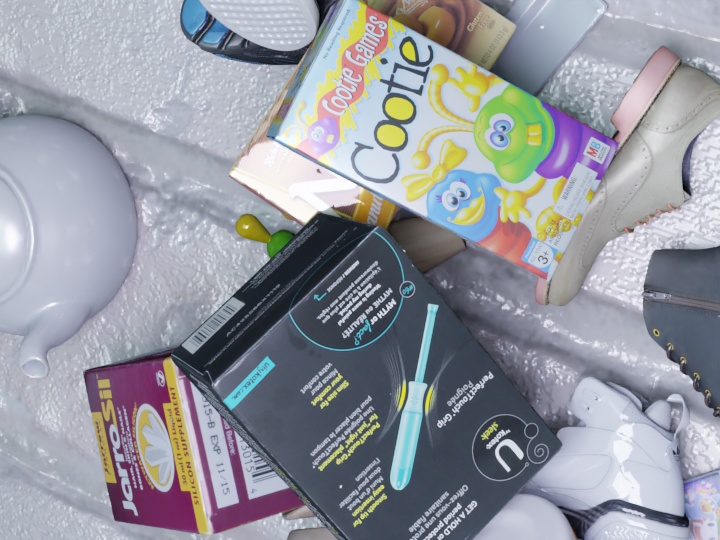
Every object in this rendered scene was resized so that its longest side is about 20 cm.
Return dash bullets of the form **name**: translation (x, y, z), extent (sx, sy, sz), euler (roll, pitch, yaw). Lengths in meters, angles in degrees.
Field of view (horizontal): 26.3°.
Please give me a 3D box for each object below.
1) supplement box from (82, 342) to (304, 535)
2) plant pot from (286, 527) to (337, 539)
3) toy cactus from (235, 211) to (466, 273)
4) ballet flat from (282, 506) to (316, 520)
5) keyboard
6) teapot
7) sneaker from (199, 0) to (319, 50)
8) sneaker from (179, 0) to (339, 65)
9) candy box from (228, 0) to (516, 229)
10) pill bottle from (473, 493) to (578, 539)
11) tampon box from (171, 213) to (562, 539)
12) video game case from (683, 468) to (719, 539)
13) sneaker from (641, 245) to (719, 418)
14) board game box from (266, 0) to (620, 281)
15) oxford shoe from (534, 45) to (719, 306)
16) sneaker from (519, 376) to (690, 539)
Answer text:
- **supplement box**: translation (-0.122, 0.121, 1.170), extent (0.200, 0.103, 0.132), euler (-13, 90, 61)
- **plant pot**: translation (0.005, 0.280, 1.142), extent (0.199, 0.200, 0.174), euler (-7, 75, 27)
- **toy cactus**: translation (0.000, 0.000, 1.165), extent (0.164, 0.102, 0.201), euler (-19, 85, 8)
- **ballet flat**: translation (0.021, 0.144, 1.174), extent (0.067, 0.068, 0.200), euler (42, 115, -8)
- **keyboard**: translation (0.098, -0.134, 1.134), extent (0.056, 0.011, 0.200), euler (44, 113, 10)
- **teapot**: translation (-0.292, -0.038, 1.261), extent (0.199, 0.146, 0.198), euler (17, 102, 25)
- **sneaker**: translation (-0.099, -0.239, 1.068), extent (0.078, 0.200, 0.080), euler (-22, 41, 40)
- **sneaker**: translation (-0.031, -0.190, 1.161), extent (0.199, 0.082, 0.074), euler (5, 88, 7)
- **candy box**: translation (0.007, -0.120, 1.093), extent (0.115, 0.055, 0.200), euler (33, 93, -4)
- **pill bottle**: translation (0.125, 0.259, 1.050), extent (0.112, 0.112, 0.201), euler (-12, 122, 27)
- **tampon box**: translation (0.002, 0.086, 1.022), extent (0.150, 0.126, 0.200), euler (-43, 107, -9)
- **video game case**: translation (0.204, 0.238, 1.116), extent (0.199, 0.018, 0.144), euler (-24, 85, 26)
- **sneaker**: translation (0.252, 0.079, 1.052), extent (0.106, 0.075, 0.201), euler (-3, 86, 31)
- **board game box**: translation (0.051, -0.087, 1.018), extent (0.199, 0.105, 0.103), euler (27, 92, -9)
- **oxford shoe**: translation (0.186, -0.051, 1.066), extent (0.074, 0.071, 0.201), euler (31, 112, 9)
- **sneaker**: translation (0.142, 0.133, 1.101), extent (0.199, 0.075, 0.116), euler (5, 84, 27)
